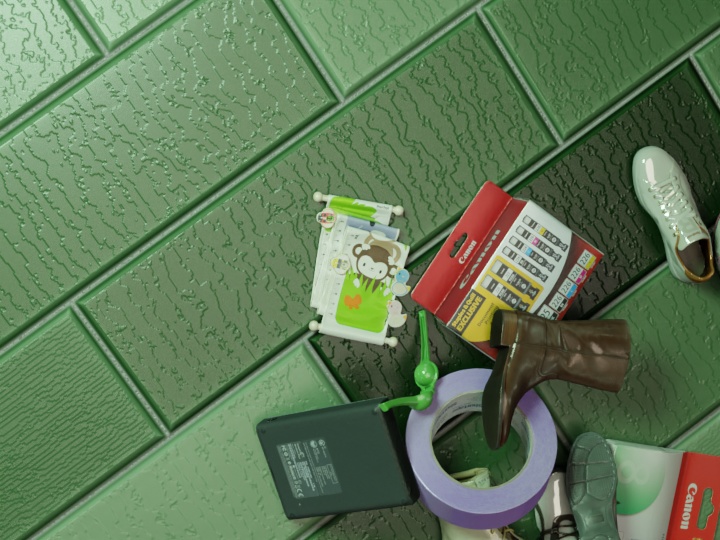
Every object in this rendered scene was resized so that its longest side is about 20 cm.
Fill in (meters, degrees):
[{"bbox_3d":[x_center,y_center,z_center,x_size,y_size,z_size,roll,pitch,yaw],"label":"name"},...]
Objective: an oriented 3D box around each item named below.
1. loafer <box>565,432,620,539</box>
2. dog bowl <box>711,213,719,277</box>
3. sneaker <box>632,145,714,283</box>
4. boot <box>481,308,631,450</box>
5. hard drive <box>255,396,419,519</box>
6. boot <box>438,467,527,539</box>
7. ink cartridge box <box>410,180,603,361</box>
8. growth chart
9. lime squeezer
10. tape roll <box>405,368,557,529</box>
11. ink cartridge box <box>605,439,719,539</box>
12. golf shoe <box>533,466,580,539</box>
[{"bbox_3d":[0.319,0.326,1.608,0.071,0.063,0.203,-6,67,7],"label":"loafer"},{"bbox_3d":[0.581,-0.036,1.642,0.197,0.074,0.203,-1,97,-9],"label":"dog bowl"},{"bbox_3d":[0.438,-0.077,1.609,0.072,0.085,0.202,-26,98,-4],"label":"sneaker"},{"bbox_3d":[0.262,0.148,1.530,0.197,0.064,0.189,8,88,-16],"label":"boot"},{"bbox_3d":[-0.031,0.248,1.536,0.198,0.033,0.141,-13,100,31],"label":"hard drive"},{"bbox_3d":[0.187,0.345,1.583,0.198,0.072,0.157,-8,96,33],"label":"boot"},{"bbox_3d":[0.193,0.009,1.578,0.174,0.084,0.201,33,91,-11],"label":"ink cartridge box"},{"bbox_3d":[0.000,0.000,1.580,0.142,0.018,0.203,3,97,-10],"label":"growth chart"},{"bbox_3d":[0.071,0.138,1.541,0.070,0.201,0.038,41,129,-11],"label":"lime squeezer"},{"bbox_3d":[0.157,0.234,1.552,0.197,0.066,0.203,0,61,1],"label":"tape roll"},{"bbox_3d":[0.428,0.334,1.671,0.197,0.050,0.163,10,95,-8],"label":"ink cartridge box"},{"bbox_3d":[0.287,0.375,1.629,0.077,0.094,0.203,-5,96,-7],"label":"golf shoe"}]
